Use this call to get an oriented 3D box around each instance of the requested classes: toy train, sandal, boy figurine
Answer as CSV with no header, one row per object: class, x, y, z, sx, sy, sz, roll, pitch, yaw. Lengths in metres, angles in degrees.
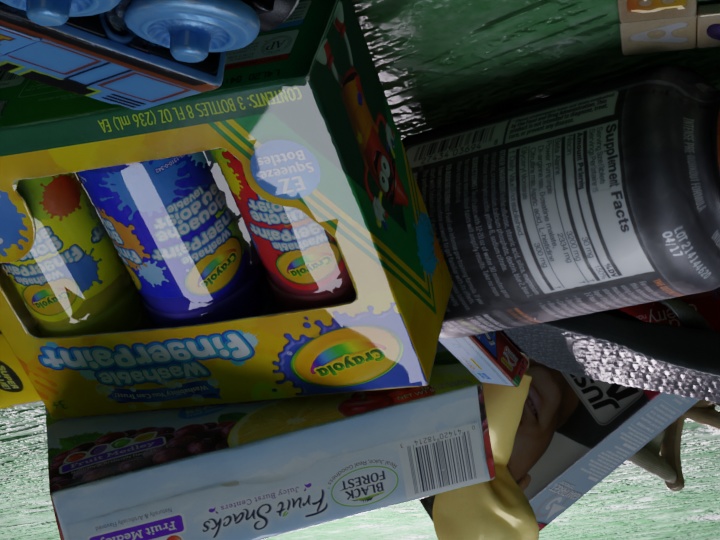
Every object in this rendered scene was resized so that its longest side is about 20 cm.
toy train,-0.115,-0.114,0.500,0.199,0.088,0.114,14,164,-39
sandal,0.164,0.038,0.831,0.198,0.043,0.076,14,162,2
boy figurine,0.075,0.074,0.918,0.064,0.202,0.124,5,159,-17

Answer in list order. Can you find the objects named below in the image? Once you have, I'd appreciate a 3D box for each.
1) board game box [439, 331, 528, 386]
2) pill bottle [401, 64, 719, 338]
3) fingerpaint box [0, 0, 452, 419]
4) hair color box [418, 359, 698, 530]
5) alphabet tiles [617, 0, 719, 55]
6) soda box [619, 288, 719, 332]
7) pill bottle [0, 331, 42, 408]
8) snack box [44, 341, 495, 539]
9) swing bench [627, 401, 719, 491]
board game box,0.000,0.000,0.824,0.102,0.020,0.200,3,148,43
pill bottle,0.113,-0.034,0.725,0.198,0.108,0.106,-12,160,34
fingerpaint box,-0.078,-0.021,0.682,0.198,0.074,0.168,-6,129,20
hair color box,0.122,0.091,0.988,0.200,0.099,0.060,-42,150,13
alphabet tiles,0.177,-0.132,0.578,0.165,0.008,0.200,-4,163,12
soda box,0.222,-0.009,0.847,0.199,0.071,0.063,-15,-174,41
pill bottle,-0.196,0.019,0.875,0.198,0.116,0.114,-11,160,30
snack box,-0.050,0.080,0.742,0.198,0.054,0.142,-13,-166,-10
swing bench,0.283,0.081,1.080,0.198,0.131,0.199,-3,164,25
